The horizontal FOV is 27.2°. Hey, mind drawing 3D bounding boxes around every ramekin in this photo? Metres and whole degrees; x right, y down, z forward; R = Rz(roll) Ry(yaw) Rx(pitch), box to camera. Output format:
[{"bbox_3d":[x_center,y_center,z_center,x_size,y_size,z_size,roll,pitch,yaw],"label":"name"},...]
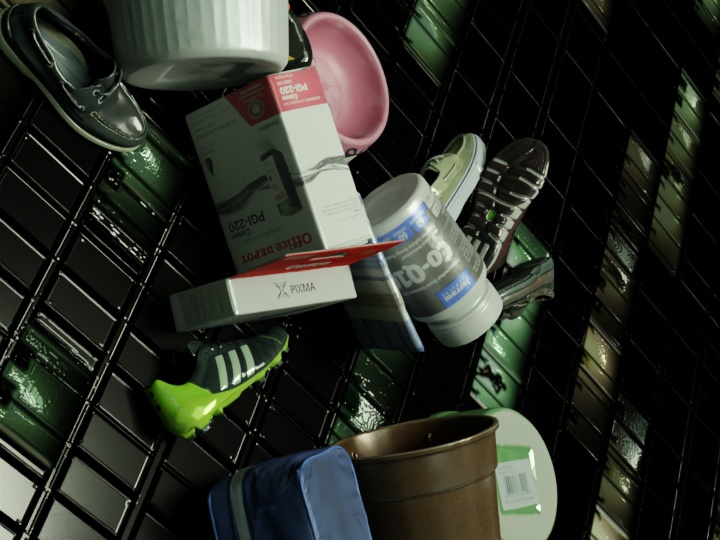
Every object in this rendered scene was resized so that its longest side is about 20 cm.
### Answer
[{"bbox_3d":[0.153,0.262,1.812,0.199,0.097,0.201,23,59,-44],"label":"ramekin"},{"bbox_3d":[-0.167,-0.252,1.553,0.200,0.200,0.098,0,83,-50],"label":"ramekin"}]

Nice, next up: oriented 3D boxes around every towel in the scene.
[{"bbox_3d":[0.000,0.000,1.700,0.024,0.147,0.201,-29,103,-24],"label":"towel"}]

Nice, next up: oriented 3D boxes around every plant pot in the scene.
[{"bbox_3d":[0.074,0.279,1.650,0.200,0.199,0.200,-15,95,-51],"label":"plant pot"}]

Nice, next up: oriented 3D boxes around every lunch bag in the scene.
[{"bbox_3d":[-0.069,0.291,1.513,0.136,0.132,0.201,-3,77,-67],"label":"lunch bag"}]

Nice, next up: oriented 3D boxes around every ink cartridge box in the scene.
[{"bbox_3d":[-0.090,-0.101,1.621,0.085,0.145,0.201,-21,92,-49],"label":"ink cartridge box"},{"bbox_3d":[-0.072,0.017,1.574,0.199,0.176,0.045,-8,82,-51],"label":"ink cartridge box"}]

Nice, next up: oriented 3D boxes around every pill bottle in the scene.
[{"bbox_3d":[0.083,-0.009,1.821,0.200,0.113,0.114,52,43,-23],"label":"pill bottle"}]

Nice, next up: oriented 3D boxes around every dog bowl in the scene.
[{"bbox_3d":[-0.045,-0.219,1.781,0.200,0.074,0.201,21,61,-44],"label":"dog bowl"}]

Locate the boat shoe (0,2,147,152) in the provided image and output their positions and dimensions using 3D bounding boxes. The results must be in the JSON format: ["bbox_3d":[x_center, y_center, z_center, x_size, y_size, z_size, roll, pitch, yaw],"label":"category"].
[{"bbox_3d":[-0.276,-0.198,1.498,0.199,0.066,0.075,48,44,-27],"label":"boat shoe"}]

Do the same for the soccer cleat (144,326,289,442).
[{"bbox_3d":[-0.144,0.098,1.550,0.081,0.067,0.200,53,41,-3],"label":"soccer cleat"}]

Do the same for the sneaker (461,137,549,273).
[{"bbox_3d":[0.185,-0.076,1.967,0.201,0.075,0.116,-58,164,-6],"label":"sneaker"}]

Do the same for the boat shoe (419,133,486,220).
[{"bbox_3d":[0.108,-0.116,1.928,0.062,0.072,0.201,44,47,-22],"label":"boat shoe"}]

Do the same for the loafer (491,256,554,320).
[{"bbox_3d":[0.213,0.036,2.000,0.200,0.072,0.063,-29,104,-53],"label":"loafer"}]

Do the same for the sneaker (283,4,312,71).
[{"bbox_3d":[-0.122,-0.308,1.669,0.070,0.090,0.201,-31,80,-10],"label":"sneaker"}]
